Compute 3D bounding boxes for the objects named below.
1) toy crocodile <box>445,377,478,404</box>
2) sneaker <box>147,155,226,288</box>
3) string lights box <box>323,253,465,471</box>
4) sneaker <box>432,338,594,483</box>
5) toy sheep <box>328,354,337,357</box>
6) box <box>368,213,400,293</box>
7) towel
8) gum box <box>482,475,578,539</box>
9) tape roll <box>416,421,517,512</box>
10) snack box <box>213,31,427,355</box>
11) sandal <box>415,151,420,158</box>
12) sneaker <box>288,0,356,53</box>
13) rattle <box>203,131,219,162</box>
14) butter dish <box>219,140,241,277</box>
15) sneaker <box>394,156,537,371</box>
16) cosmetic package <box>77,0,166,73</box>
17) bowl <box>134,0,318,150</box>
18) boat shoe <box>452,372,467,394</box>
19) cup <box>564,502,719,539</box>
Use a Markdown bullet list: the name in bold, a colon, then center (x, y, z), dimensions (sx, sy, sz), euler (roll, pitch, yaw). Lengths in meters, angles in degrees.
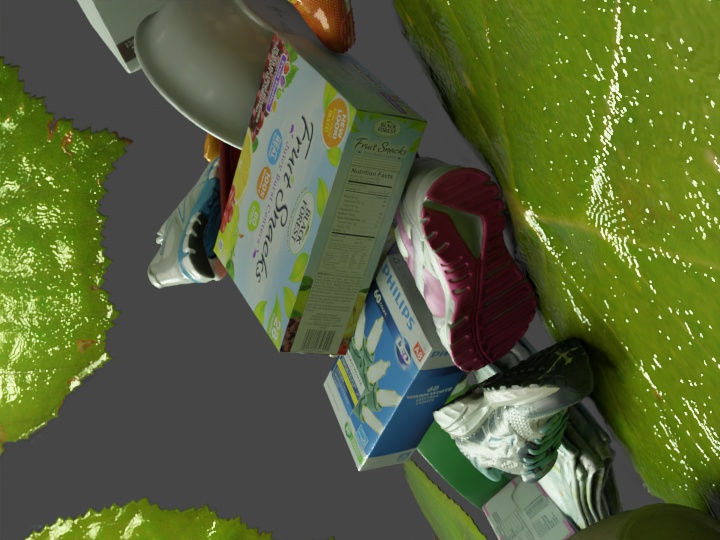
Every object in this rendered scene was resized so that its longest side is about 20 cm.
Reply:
- **toy crocodile**: center (0.084, 0.108, 1.189), dimensions (0.067, 0.062, 0.200), euler (41, -164, -18)
- **sneaker**: center (-0.165, -0.053, 1.181), dimensions (0.075, 0.086, 0.200), euler (57, -149, -24)
- **string lights box**: center (0.035, 0.085, 1.057), dimensions (0.103, 0.059, 0.201), euler (64, 147, 32)
- **sneaker**: center (0.135, 0.116, 0.900), dimensions (0.087, 0.077, 0.200), euler (58, 156, 5)
- **toy sheep**: center (0.000, 0.049, 1.389), dimensions (0.200, 0.138, 0.138), euler (44, 165, 40)
- **box**: center (0.000, 0.000, 1.075), dimensions (0.048, 0.118, 0.200), euler (34, -172, 10)
- **towel**: center (0.160, 0.140, 1.033), dimensions (0.200, 0.048, 0.172), euler (52, 169, 40)
- **gum box**: center (0.193, 0.278, 1.107), dimensions (0.114, 0.066, 0.200), euler (49, -178, -9)
- **tape roll**: center (0.105, 0.179, 1.280), dimensions (0.200, 0.048, 0.201), euler (46, -171, -9)
- **snack box**: center (-0.039, -0.062, 0.910), dimensions (0.169, 0.067, 0.201), euler (51, 130, 50)
- **sandal**: center (0.032, -0.095, 0.998), dimensions (0.076, 0.045, 0.200), euler (64, -173, 2)
- **sneaker**: center (-0.069, -0.250, 0.884), dimensions (0.201, 0.077, 0.073), euler (58, 171, -15)
- **rattle**: center (-0.153, -0.223, 1.303), dimensions (0.200, 0.143, 0.130), euler (49, -172, 21)
- **butter dish**: center (-0.041, -0.069, 1.172), dimensions (0.200, 0.147, 0.201), euler (33, -136, -52)
- **sneaker**: center (0.077, -0.010, 0.901), dimensions (0.088, 0.081, 0.201), euler (50, 160, 51)
- **cosmetic package**: center (-0.240, -0.347, 1.252), dimensions (0.200, 0.164, 0.166), euler (46, 165, 54)
- **bowl**: center (-0.091, -0.197, 1.018), dimensions (0.200, 0.091, 0.202), euler (25, -147, -18)
- **boat shoe**: center (0.063, 0.033, 1.147), dimensions (0.201, 0.071, 0.068), euler (-111, 13, -50)
- **cup**: center (0.197, 0.241, 0.776), dimensions (0.201, 0.199, 0.144), euler (52, 143, 38)
